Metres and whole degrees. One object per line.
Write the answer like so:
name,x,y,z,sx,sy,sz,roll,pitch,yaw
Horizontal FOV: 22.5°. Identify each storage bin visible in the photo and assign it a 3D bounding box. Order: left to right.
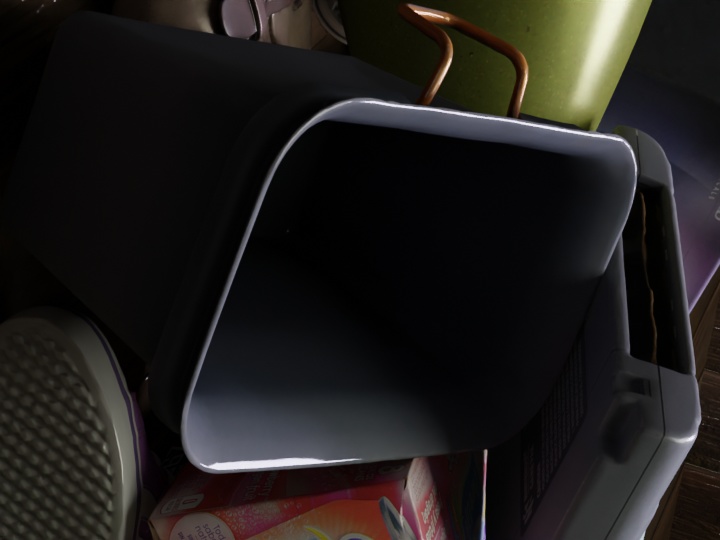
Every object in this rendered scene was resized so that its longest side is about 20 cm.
storage bin,-0.018,-0.030,0.626,0.199,0.134,0.147,1,116,-51

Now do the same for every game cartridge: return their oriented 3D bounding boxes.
game cartridge,0.087,0.047,0.715,0.201,0.041,0.134,-82,-172,-54

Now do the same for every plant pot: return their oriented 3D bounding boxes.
plant pot,0.058,-0.151,0.769,0.187,0.185,0.202,-25,121,-68

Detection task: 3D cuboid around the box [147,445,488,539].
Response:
box,-0.003,0.098,0.730,0.200,0.102,0.096,-60,137,-73

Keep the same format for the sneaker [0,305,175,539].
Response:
sneaker,-0.096,0.091,0.709,0.114,0.072,0.202,-49,141,-57

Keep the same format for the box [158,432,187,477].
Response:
box,-0.049,0.166,0.836,0.160,0.043,0.201,47,49,-20

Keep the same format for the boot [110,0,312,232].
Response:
boot,-0.042,-0.088,0.753,0.200,0.070,0.148,-9,111,-72

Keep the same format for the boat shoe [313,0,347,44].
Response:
boat shoe,0.028,-0.197,0.870,0.201,0.074,0.062,-66,-169,-7

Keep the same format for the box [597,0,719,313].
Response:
box,0.125,-0.089,0.981,0.201,0.197,0.124,108,7,-54

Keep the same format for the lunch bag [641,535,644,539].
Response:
lunch bag,0.093,0.103,1.086,0.200,0.121,0.172,-158,-97,-69
